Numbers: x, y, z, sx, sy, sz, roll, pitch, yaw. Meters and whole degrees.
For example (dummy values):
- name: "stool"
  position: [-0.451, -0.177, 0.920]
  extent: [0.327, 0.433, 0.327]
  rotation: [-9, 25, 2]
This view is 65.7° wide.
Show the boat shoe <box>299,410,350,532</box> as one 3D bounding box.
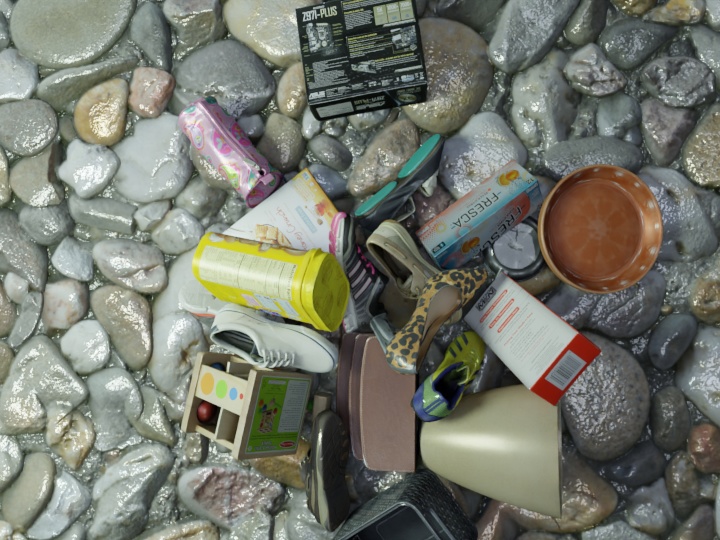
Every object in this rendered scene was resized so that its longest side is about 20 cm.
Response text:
- name: "boat shoe"
  position: [-0.065, 0.316, 0.885]
  extent: [0.073, 0.074, 0.203]
  rotation: [8, 105, 34]

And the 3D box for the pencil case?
- name: "pencil case"
  position: [-0.217, -0.201, 0.941]
  extent: [0.087, 0.087, 0.200]
  rotation: [-42, 80, 3]

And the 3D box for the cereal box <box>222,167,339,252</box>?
- name: "cereal box"
  position: [-0.126, -0.055, 0.947]
  extent: [0.199, 0.040, 0.144]
  rotation: [-38, 86, 3]

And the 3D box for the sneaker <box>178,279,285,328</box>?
- name: "sneaker"
  position: [-0.207, 0.081, 0.935]
  extent: [0.198, 0.082, 0.077]
  rotation: [26, 59, 13]

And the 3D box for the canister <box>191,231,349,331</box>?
- name: "canister"
  position: [-0.131, 0.015, 0.827]
  extent: [0.198, 0.149, 0.087]
  rotation: [12, 68, 19]

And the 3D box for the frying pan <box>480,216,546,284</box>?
- name: "frying pan"
  position: [0.227, -0.015, 0.914]
  extent: [0.190, 0.031, 0.115]
  rotation: [-41, 82, 0]

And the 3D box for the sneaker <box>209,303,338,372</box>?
- name: "sneaker"
  position: [-0.131, 0.118, 0.836]
  extent: [0.198, 0.071, 0.074]
  rotation: [19, 125, -1]

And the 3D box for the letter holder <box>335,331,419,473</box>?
- name: "letter holder"
  position: [0.022, 0.202, 0.888]
  extent: [0.140, 0.101, 0.203]
  rotation: [1, 87, 8]

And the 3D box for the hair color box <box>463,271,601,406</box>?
- name: "hair color box"
  position: [0.241, 0.092, 0.813]
  extent: [0.061, 0.200, 0.102]
  rotation: [33, 101, -27]

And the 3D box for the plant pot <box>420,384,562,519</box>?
- name: "plant pot"
  position: [0.196, 0.259, 0.838]
  extent: [0.197, 0.187, 0.190]
  rotation: [-2, 86, 21]

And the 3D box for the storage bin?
- name: "storage bin"
  position: [0.060, 0.413, 0.839]
  extent: [0.200, 0.094, 0.136]
  rotation: [-43, 83, 27]

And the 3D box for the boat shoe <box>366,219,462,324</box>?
- name: "boat shoe"
  position: [0.083, 0.015, 0.883]
  extent: [0.201, 0.072, 0.065]
  rotation: [52, 51, -10]

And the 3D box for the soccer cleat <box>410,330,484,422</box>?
- name: "soccer cleat"
  position: [0.150, 0.152, 0.840]
  extent: [0.065, 0.200, 0.084]
  rotation: [48, 136, 3]

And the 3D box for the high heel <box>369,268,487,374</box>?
- name: "high heel"
  position: [0.118, 0.072, 0.792]
  extent: [0.198, 0.143, 0.072]
  rotation: [-29, 118, -3]

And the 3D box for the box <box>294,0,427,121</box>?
- name: "box"
  position: [0.003, -0.356, 0.927]
  extent: [0.197, 0.086, 0.166]
  rotation: [-9, 86, 6]

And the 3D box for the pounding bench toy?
- name: "pounding bench toy"
  position: [-0.161, 0.212, 0.903]
  extent: [0.155, 0.199, 0.126]
  rotation: [9, 85, 38]

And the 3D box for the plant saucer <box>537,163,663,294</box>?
- name: "plant saucer"
  position: [0.377, -0.065, 0.883]
  extent: [0.197, 0.032, 0.203]
  rotation: [0, 91, -4]

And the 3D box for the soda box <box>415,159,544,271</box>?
- name: "soda box"
  position: [0.191, -0.083, 0.891]
  extent: [0.199, 0.064, 0.069]
  rotation: [-37, 49, 4]

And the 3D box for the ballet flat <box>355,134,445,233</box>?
- name: "ballet flat"
  position: [0.078, -0.134, 0.922]
  extent: [0.073, 0.073, 0.200]
  rotation: [44, 86, 7]

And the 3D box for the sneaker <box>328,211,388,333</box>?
- name: "sneaker"
  position: [0.000, 0.000, 0.901]
  extent: [0.086, 0.074, 0.203]
  rotation: [-10, 108, -7]
